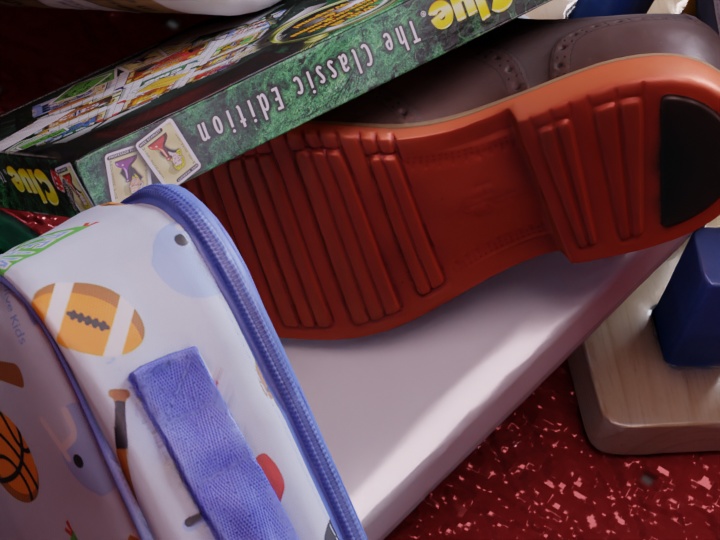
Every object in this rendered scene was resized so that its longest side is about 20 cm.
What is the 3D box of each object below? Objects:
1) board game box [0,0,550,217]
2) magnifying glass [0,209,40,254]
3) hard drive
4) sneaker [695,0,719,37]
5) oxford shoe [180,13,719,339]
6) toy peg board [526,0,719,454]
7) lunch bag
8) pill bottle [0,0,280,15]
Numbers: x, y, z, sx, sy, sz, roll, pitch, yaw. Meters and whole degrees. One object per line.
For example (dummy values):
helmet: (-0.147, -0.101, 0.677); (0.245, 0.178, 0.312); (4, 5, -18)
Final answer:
board game box: (-0.017, -0.066, 0.853); (0.200, 0.105, 0.024); (-27, 105, -24)
magnifying glass: (-0.171, -0.002, 0.827); (0.199, 0.022, 0.080); (16, 53, -17)
hard drive: (0.000, 0.000, 0.892); (0.132, 0.027, 0.200); (37, 66, 25)
sneaker: (0.182, -0.034, 0.878); (0.200, 0.108, 0.070); (54, 38, -3)
oxford shoe: (0.015, -0.032, 0.863); (0.199, 0.071, 0.073); (-9, 32, 8)
toy peg board: (0.161, -0.052, 0.969); (0.198, 0.098, 0.201); (-1, 54, -16)
lunch bag: (-0.045, 0.084, 0.752); (0.075, 0.160, 0.201); (-25, 87, -28)
pill bottle: (-0.108, -0.139, 0.905); (0.199, 0.115, 0.114); (7, 42, 37)
